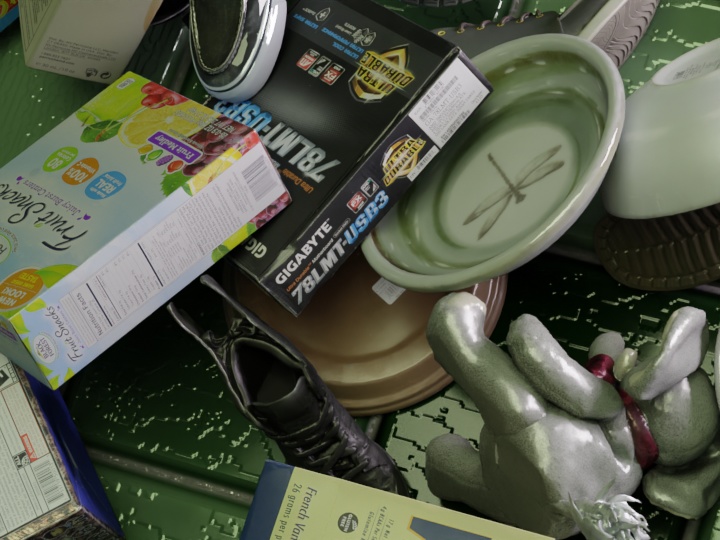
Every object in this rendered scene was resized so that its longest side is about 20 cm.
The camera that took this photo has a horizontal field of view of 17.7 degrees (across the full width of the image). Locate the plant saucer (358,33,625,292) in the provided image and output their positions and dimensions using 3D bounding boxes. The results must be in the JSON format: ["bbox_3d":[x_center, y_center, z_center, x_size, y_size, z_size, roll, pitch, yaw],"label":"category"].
[{"bbox_3d":[0.091,-0.059,1.476,0.200,0.050,0.200,-26,40,24],"label":"plant saucer"}]

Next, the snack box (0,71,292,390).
[{"bbox_3d":[-0.172,-0.031,1.492,0.200,0.068,0.169,-41,35,-17],"label":"snack box"}]

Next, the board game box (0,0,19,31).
[{"bbox_3d":[-0.323,-0.248,1.710,0.196,0.056,0.200,-41,60,-4],"label":"board game box"}]

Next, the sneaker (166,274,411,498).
[{"bbox_3d":[-0.043,0.092,1.481,0.060,0.104,0.200,-38,81,2],"label":"sneaker"}]

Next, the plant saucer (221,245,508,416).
[{"bbox_3d":[0.000,0.000,1.570,0.200,0.029,0.200,-4,68,11],"label":"plant saucer"}]

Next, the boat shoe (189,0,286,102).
[{"bbox_3d":[-0.095,-0.216,1.574,0.072,0.071,0.200,-4,79,31],"label":"boat shoe"}]

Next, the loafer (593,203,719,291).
[{"bbox_3d":[0.249,-0.044,1.509,0.200,0.067,0.076,-20,95,20],"label":"loafer"}]

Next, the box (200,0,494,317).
[{"bbox_3d":[-0.035,-0.089,1.547,0.199,0.050,0.200,-47,36,-4],"label":"box"}]

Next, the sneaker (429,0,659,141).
[{"bbox_3d":[0.111,-0.158,1.579,0.106,0.075,0.200,41,84,23],"label":"sneaker"}]

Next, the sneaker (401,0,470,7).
[{"bbox_3d":[0.014,-0.240,1.622,0.200,0.087,0.075,23,111,22],"label":"sneaker"}]

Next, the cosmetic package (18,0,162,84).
[{"bbox_3d":[-0.165,-0.231,1.566,0.071,0.200,0.105,10,49,-26],"label":"cosmetic package"}]

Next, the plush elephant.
[{"bbox_3d":[0.151,0.090,1.436,0.155,0.165,0.200,-27,41,-28],"label":"plush elephant"}]

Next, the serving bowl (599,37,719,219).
[{"bbox_3d":[0.234,-0.106,1.465,0.200,0.200,0.066,-25,103,3],"label":"serving bowl"}]

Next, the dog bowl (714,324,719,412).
[{"bbox_3d":[0.318,0.061,1.407,0.200,0.079,0.200,-1,85,14],"label":"dog bowl"}]

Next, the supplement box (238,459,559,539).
[{"bbox_3d":[0.036,0.223,1.383,0.199,0.200,0.134,14,74,16],"label":"supplement box"}]

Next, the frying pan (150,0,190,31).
[{"bbox_3d":[-0.121,-0.208,1.659,0.190,0.031,0.115,28,82,32],"label":"frying pan"}]

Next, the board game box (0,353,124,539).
[{"bbox_3d":[-0.285,0.149,1.540,0.200,0.097,0.160,-28,66,2],"label":"board game box"}]
